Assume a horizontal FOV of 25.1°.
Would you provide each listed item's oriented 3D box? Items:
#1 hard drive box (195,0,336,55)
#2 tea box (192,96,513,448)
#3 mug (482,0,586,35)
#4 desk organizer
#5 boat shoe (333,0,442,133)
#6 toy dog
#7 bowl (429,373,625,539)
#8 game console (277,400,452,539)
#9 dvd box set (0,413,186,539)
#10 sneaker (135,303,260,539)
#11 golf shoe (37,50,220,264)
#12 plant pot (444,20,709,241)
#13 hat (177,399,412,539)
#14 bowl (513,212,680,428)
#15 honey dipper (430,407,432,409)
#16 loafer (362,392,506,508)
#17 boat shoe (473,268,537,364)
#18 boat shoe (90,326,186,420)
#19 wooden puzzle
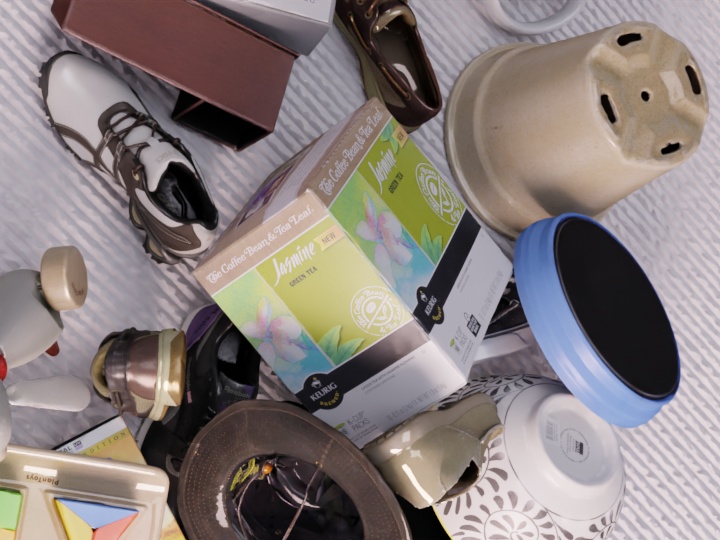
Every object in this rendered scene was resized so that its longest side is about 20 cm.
[{"bbox_3d":[-0.092,-0.304,1.383,0.156,0.077,0.200,14,73,-15],"label":"hard drive box"},{"bbox_3d":[0.000,0.000,1.309,0.197,0.134,0.200,49,29,-11],"label":"tea box"},{"bbox_3d":[0.166,-0.319,1.516,0.175,0.148,0.200,-14,117,-22],"label":"mug"},{"bbox_3d":[-0.158,-0.178,1.333,0.200,0.072,0.077,25,67,-24],"label":"desk organizer"},{"bbox_3d":[0.022,-0.223,1.445,0.072,0.072,0.200,-18,88,-31],"label":"boat shoe"},{"bbox_3d":[-0.258,0.072,1.202,0.200,0.132,0.096,-61,144,-40],"label":"toy dog"},{"bbox_3d":[0.160,0.162,1.385,0.200,0.094,0.201,18,53,-25],"label":"bowl"},{"bbox_3d":[-0.004,0.231,1.372,0.200,0.116,0.176,19,101,-24],"label":"game console"},{"bbox_3d":[-0.202,0.231,1.238,0.146,0.029,0.200,-27,94,-15],"label":"dvd box set"},{"bbox_3d":[-0.125,0.115,1.288,0.076,0.088,0.200,19,72,-25],"label":"sneaker"},{"bbox_3d":[-0.176,-0.101,1.301,0.078,0.094,0.200,-43,100,-27],"label":"golf shoe"},{"bbox_3d":[0.207,-0.135,1.466,0.200,0.183,0.201,6,78,-28],"label":"plant pot"},{"bbox_3d":[-0.036,0.180,1.232,0.081,0.200,0.201,-28,95,-59],"label":"hat"},{"bbox_3d":[0.212,0.039,1.420,0.201,0.039,0.201,35,38,-33],"label":"bowl"},{"bbox_3d":[0.124,0.157,1.451,0.200,0.038,0.038,33,66,-14],"label":"honey dipper"},{"bbox_3d":[0.063,0.144,1.257,0.068,0.076,0.200,64,24,9],"label":"loafer"},{"bbox_3d":[0.142,0.033,1.461,0.200,0.072,0.068,-22,91,-34],"label":"boat shoe"},{"bbox_3d":[-0.170,0.072,1.216,0.065,0.200,0.073,8,78,-12],"label":"boat shoe"},{"bbox_3d":[-0.244,0.231,1.185,0.185,0.046,0.200,11,85,-14],"label":"wooden puzzle"}]
